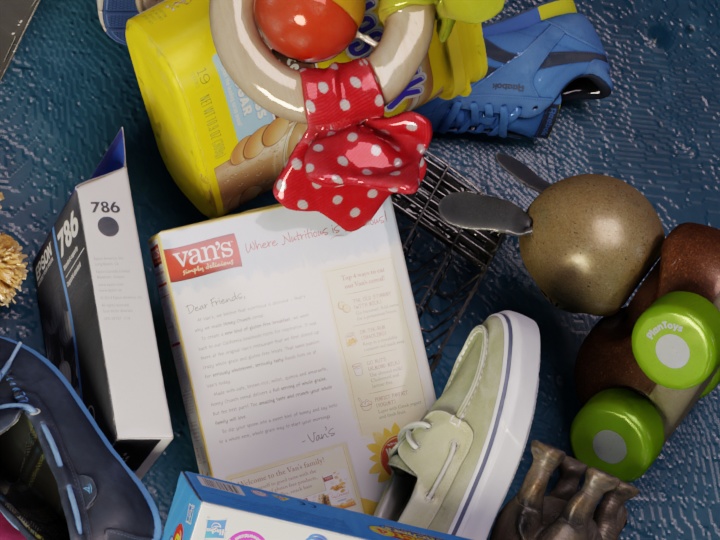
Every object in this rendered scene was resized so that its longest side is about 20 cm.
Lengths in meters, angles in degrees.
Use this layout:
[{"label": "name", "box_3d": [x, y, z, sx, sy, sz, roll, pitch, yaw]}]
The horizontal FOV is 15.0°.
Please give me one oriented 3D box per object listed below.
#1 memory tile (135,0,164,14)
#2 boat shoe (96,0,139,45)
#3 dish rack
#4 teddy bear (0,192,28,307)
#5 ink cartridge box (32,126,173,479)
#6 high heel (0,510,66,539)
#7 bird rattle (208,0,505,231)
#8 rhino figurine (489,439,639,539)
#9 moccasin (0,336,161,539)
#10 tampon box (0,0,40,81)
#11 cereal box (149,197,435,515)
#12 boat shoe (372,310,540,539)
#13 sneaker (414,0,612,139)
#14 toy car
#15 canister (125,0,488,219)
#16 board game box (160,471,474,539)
[{"label": "memory tile", "box_3d": [-0.067, -0.169, 1.681, 0.153, 0.201, 0.017, -25, 40, -22]}, {"label": "boat shoe", "box_3d": [-0.137, -0.233, 1.679, 0.072, 0.201, 0.073, 0, 48, -15]}, {"label": "dish rack", "box_3d": [0.000, 0.000, 1.700, 0.153, 0.055, 0.200, 35, 52, -6]}, {"label": "teddy bear", "box_3d": [-0.286, -0.016, 1.563, 0.199, 0.067, 0.146, 7, 58, -23]}, {"label": "ink cartridge box", "box_3d": [-0.154, 0.026, 1.583, 0.039, 0.100, 0.201, 1, 62, -23]}, {"label": "high heel", "box_3d": [-0.130, 0.167, 1.538, 0.198, 0.067, 0.097, -3, 71, -13]}, {"label": "bird rattle", "box_3d": [-0.010, -0.133, 1.564, 0.162, 0.113, 0.201, 29, 92, 2]}, {"label": "rhino figurine", "box_3d": [0.123, 0.157, 1.610, 0.060, 0.200, 0.088, 24, 87, 19]}, {"label": "moccasin", "box_3d": [-0.186, 0.094, 1.501, 0.068, 0.081, 0.200, 0, 28, -48]}, {"label": "tampon box", "box_3d": [-0.250, -0.238, 1.667, 0.149, 0.126, 0.201, 23, 56, -11]}, {"label": "cereal box", "box_3d": [-0.033, 0.062, 1.597, 0.143, 0.040, 0.201, -11, 87, -15]}, {"label": "boat shoe", "box_3d": [0.047, 0.114, 1.549, 0.062, 0.072, 0.201, 21, 80, -18]}, {"label": "sneaker", "box_3d": [0.086, -0.118, 1.798, 0.199, 0.066, 0.079, -22, 77, -33]}, {"label": "toy car", "box_3d": [0.143, 0.005, 1.700, 0.200, 0.158, 0.164, 36, 32, 10]}, {"label": "canister", "box_3d": [-0.032, -0.135, 1.656, 0.199, 0.149, 0.087, -30, 46, -15]}, {"label": "board game box", "box_3d": [-0.028, 0.229, 1.485, 0.199, 0.056, 0.197, 14, 99, -17]}]
